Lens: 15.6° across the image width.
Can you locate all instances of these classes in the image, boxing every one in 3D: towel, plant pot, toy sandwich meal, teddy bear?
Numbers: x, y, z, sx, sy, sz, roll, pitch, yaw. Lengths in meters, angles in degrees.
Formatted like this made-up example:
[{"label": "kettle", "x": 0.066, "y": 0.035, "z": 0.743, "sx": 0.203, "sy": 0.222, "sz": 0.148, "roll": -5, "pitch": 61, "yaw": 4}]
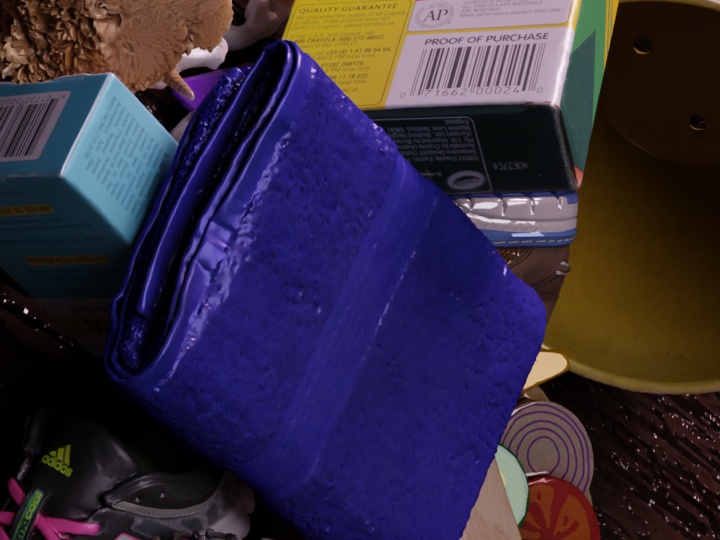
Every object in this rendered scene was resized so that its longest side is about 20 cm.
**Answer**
[{"label": "towel", "x": -0.013, "y": 0.024, "z": 1.010, "sx": 0.200, "sy": 0.049, "sz": 0.148, "roll": 43, "pitch": 65, "yaw": -43}, {"label": "plant pot", "x": 0.147, "y": -0.064, "z": 1.216, "sx": 0.200, "sy": 0.199, "sz": 0.142, "roll": 53, "pitch": 28, "yaw": -17}, {"label": "toy sandwich meal", "x": 0.044, "y": 0.113, "z": 1.142, "sx": 0.204, "sy": 0.070, "sz": 0.206, "roll": 11, "pitch": 72, "yaw": -38}, {"label": "teddy bear", "x": -0.114, "y": -0.163, "z": 0.972, "sx": 0.145, "sy": 0.067, "sz": 0.200, "roll": -47, "pitch": 130, "yaw": -14}]

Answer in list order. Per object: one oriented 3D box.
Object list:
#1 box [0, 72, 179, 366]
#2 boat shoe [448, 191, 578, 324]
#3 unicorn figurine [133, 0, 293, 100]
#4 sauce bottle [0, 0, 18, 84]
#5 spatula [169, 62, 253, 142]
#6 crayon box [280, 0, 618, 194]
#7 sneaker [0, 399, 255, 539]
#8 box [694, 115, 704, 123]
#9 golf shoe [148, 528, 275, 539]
[{"label": "box", "x": -0.078, "y": 0.005, "z": 1.027, "sx": 0.200, "sy": 0.082, "sz": 0.049, "roll": 48, "pitch": 54, "yaw": -39}, {"label": "boat shoe", "x": 0.000, "y": 0.000, "z": 1.116, "sx": 0.199, "sy": 0.072, "sz": 0.073, "roll": -1, "pitch": 100, "yaw": -17}, {"label": "unicorn figurine", "x": -0.073, "y": -0.143, "z": 1.115, "sx": 0.137, "sy": 0.074, "sz": 0.201, "roll": -7, "pitch": 66, "yaw": -42}, {"label": "sauce bottle", "x": -0.138, "y": -0.157, "z": 1.060, "sx": 0.064, "sy": 0.065, "sz": 0.201, "roll": 8, "pitch": 74, "yaw": -39}, {"label": "spatula", "x": -0.095, "y": -0.041, "z": 1.089, "sx": 0.200, "sy": 0.021, "sz": 0.056, "roll": -31, "pitch": 59, "yaw": -35}, {"label": "crayon box", "x": 0.042, "y": -0.115, "z": 1.097, "sx": 0.051, "sy": 0.126, "sz": 0.201, "roll": 71, "pitch": 26, "yaw": -42}, {"label": "sneaker", "x": -0.116, "y": 0.099, "z": 0.985, "sx": 0.200, "sy": 0.074, "sz": 0.088, "roll": -34, "pitch": 138, "yaw": -39}, {"label": "box", "x": 0.180, "y": -0.184, "z": 1.312, "sx": 0.075, "sy": 0.100, "sz": 0.201, "roll": -33, "pitch": 100, "yaw": -40}, {"label": "golf shoe", "x": 0.007, "y": 0.155, "z": 0.983, "sx": 0.199, "sy": 0.073, "sz": 0.093, "roll": 9, "pitch": 96, "yaw": -11}]
